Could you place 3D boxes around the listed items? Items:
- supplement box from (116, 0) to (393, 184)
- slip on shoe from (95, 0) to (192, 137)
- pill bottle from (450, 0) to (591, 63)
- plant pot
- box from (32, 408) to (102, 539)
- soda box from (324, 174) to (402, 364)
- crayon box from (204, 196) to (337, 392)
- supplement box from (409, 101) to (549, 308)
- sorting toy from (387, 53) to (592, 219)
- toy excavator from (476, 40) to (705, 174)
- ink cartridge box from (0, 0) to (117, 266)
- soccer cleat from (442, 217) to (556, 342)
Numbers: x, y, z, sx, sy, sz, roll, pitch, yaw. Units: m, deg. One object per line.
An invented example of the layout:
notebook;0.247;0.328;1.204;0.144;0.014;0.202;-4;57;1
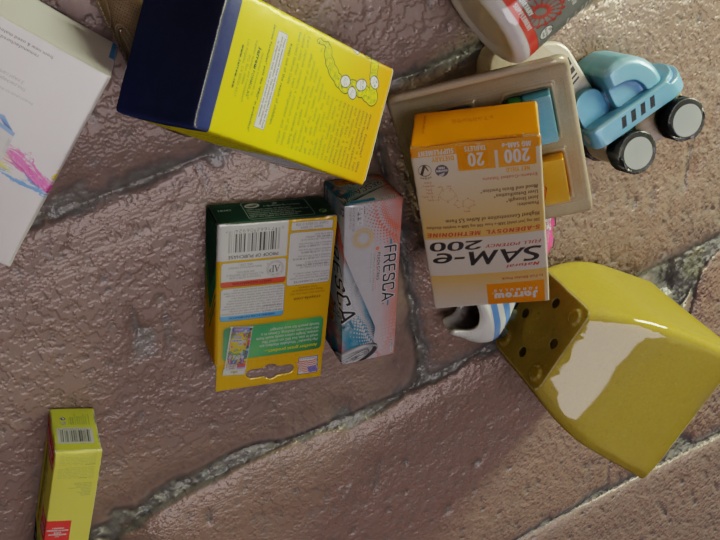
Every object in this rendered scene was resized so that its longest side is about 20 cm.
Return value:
supplement box;-0.083;-0.153;0.729;0.200;0.109;0.110;12;94;-50
slip on shoe;-0.177;-0.205;0.734;0.076;0.061;0.201;-20;125;-13
pill bottle;0.186;-0.303;0.813;0.200;0.116;0.116;-42;127;3
plant pot;0.289;0.100;1.064;0.199;0.194;0.196;24;107;-29
box;-0.320;0.251;0.933;0.050;0.075;0.201;4;118;-27
soda box;0.000;0.000;0.940;0.068;0.064;0.201;-10;122;-20
crayon box;-0.099;0.025;0.916;0.125;0.052;0.201;-6;120;-22
supplement box;0.126;-0.062;0.884;0.125;0.074;0.201;-5;126;11
sorting toy;0.139;-0.117;0.905;0.184;0.037;0.200;-11;129;14
toy excavator;0.243;-0.197;0.931;0.194;0.100;0.200;-34;113;-2
ink cartridge box;-0.296;-0.112;0.680;0.125;0.129;0.200;27;106;-23
soccer cleat;0.160;0.000;1.010;0.086;0.070;0.201;6;116;-28
